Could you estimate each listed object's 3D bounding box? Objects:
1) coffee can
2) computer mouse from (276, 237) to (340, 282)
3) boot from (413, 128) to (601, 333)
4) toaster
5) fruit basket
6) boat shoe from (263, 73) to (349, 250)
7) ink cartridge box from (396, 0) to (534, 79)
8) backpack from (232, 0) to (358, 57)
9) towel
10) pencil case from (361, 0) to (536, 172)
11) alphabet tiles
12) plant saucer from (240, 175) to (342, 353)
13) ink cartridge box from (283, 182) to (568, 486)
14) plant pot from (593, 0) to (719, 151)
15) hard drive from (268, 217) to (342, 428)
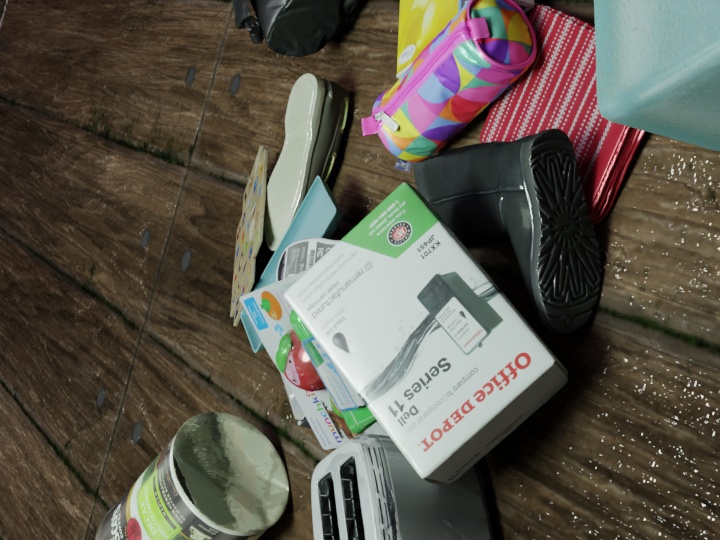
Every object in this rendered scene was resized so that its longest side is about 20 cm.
[{"bbox_3d":[-0.190,0.273,1.323,0.200,0.145,0.148,-48,42,36],"label":"coffee can"},{"bbox_3d":[0.000,0.000,1.195,0.198,0.044,0.112,0,79,36],"label":"computer mouse"},{"bbox_3d":[0.120,-0.031,1.034,0.199,0.065,0.168,-3,92,62],"label":"boot"},{"bbox_3d":[0.036,0.221,1.011,0.113,0.128,0.203,-39,47,42],"label":"toaster"},{"bbox_3d":[-0.032,0.090,1.146,0.199,0.093,0.187,-21,101,48],"label":"fruit basket"},{"bbox_3d":[-0.060,-0.119,1.357,0.072,0.060,0.205,21,99,50],"label":"boat shoe"},{"bbox_3d":[0.102,-0.315,1.181,0.197,0.046,0.203,-28,58,59],"label":"ink cartridge box"},{"bbox_3d":[-0.077,-0.357,1.415,0.167,0.126,0.201,-49,39,18],"label":"backpack"},{"bbox_3d":[0.180,-0.141,1.029,0.200,0.022,0.146,48,120,55],"label":"towel"},{"bbox_3d":[0.082,-0.175,1.115,0.200,0.087,0.090,-41,46,52],"label":"pencil case"},{"bbox_3d":[-0.135,-0.043,1.428,0.167,0.006,0.202,116,159,-52],"label":"alphabet tiles"},{"bbox_3d":[-0.076,-0.004,1.307,0.201,0.019,0.070,-58,36,24],"label":"plant saucer"},{"bbox_3d":[0.055,0.054,0.978,0.146,0.083,0.201,-42,70,5],"label":"ink cartridge box"},{"bbox_3d":[0.258,-0.176,0.780,0.200,0.194,0.199,147,129,-59],"label":"plant pot"},{"bbox_3d":[-0.049,0.052,1.293,0.140,0.037,0.201,-55,38,30],"label":"hard drive"}]
